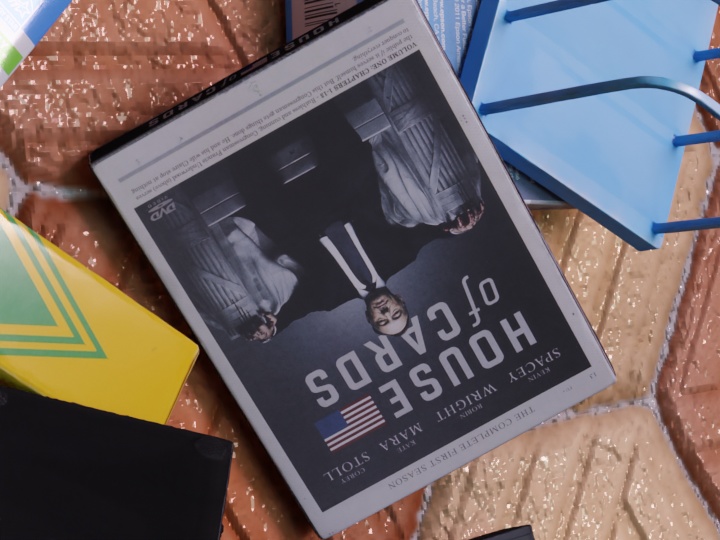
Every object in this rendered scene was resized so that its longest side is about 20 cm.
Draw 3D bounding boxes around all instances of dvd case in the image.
[{"bbox_3d":[0.000,0.000,0.857,0.150,0.025,0.200,-29,110,4],"label":"dvd case"}]

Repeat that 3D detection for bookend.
[{"bbox_3d":[-0.112,0.176,0.634,0.092,0.200,0.199,14,31,-6],"label":"bookend"}]

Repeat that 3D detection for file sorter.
[{"bbox_3d":[0.150,-0.131,0.910,0.139,0.122,0.201,30,67,-36],"label":"file sorter"}]

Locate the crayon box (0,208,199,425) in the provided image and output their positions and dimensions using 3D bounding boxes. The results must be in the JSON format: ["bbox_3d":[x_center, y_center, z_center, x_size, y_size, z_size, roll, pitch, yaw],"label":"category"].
[{"bbox_3d":[-0.149,0.016,0.718,0.200,0.127,0.051,38,63,-34],"label":"crayon box"}]

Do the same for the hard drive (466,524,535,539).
[{"bbox_3d":[0.047,0.228,0.913,0.139,0.033,0.201,-10,84,-41],"label":"hard drive"}]

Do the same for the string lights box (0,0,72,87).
[{"bbox_3d":[-0.132,-0.169,0.790,0.103,0.059,0.200,49,58,-26],"label":"string lights box"}]

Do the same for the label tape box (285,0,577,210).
[{"bbox_3d":[0.058,-0.100,0.949,0.200,0.066,0.144,-1,87,-44],"label":"label tape box"}]
